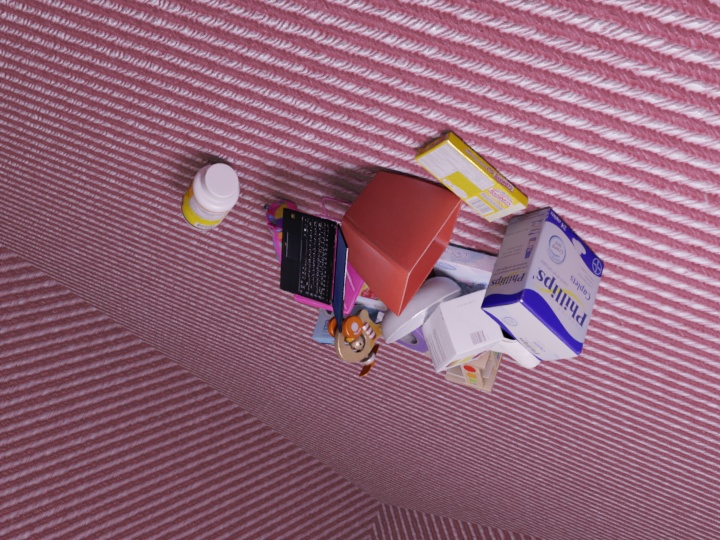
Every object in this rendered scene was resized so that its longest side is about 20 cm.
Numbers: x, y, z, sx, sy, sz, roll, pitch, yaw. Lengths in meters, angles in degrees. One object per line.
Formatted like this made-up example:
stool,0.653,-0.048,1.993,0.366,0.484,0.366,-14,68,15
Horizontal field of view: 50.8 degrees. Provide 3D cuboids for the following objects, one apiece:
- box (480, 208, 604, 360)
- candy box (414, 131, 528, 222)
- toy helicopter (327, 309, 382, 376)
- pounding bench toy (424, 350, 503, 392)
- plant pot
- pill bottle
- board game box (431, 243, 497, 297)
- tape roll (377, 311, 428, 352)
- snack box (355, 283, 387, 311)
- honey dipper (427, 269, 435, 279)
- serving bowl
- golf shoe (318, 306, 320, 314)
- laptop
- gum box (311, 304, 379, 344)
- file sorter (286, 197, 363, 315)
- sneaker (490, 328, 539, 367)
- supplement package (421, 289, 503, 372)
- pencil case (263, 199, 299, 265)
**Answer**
box,0.335,0.028,1.379,0.183,0.204,0.104,38,151,-26
candy box,0.198,-0.163,1.352,0.198,0.027,0.101,36,150,-21
toy helicopter,0.027,0.147,1.670,0.078,0.197,0.136,-7,99,54
pounding bench toy,0.238,0.185,1.859,0.195,0.126,0.157,13,152,25
plant pot,0.066,-0.071,1.475,0.174,0.201,0.201,33,157,13
pill bottle,-0.343,-0.172,1.742,0.108,0.111,0.199,32,154,-14
board game box,0.259,0.029,1.636,0.195,0.044,0.200,16,156,21
tape roll,0.103,0.105,1.840,0.197,0.086,0.201,32,162,11
snack box,0.000,0.000,1.708,0.195,0.145,0.053,13,155,23
honey dipper,0.155,0.038,1.772,0.037,0.039,0.201,21,159,8
serving bowl,0.119,0.073,1.617,0.067,0.197,0.201,56,157,11
golf shoe,-0.025,0.093,2.019,0.195,0.079,0.099,8,134,21
laptop,-0.094,-0.002,1.469,0.195,0.103,0.182,16,116,22
gum box,-0.022,0.075,1.793,0.044,0.205,0.168,31,158,-36
file sorter,-0.059,-0.037,1.631,0.136,0.203,0.127,13,151,23
sneaker,0.305,0.131,1.678,0.198,0.074,0.116,25,162,50
supplement package,0.215,0.134,1.636,0.111,0.112,0.201,-16,164,-12
pencil case,-0.176,-0.084,1.786,0.086,0.090,0.201,18,155,14
